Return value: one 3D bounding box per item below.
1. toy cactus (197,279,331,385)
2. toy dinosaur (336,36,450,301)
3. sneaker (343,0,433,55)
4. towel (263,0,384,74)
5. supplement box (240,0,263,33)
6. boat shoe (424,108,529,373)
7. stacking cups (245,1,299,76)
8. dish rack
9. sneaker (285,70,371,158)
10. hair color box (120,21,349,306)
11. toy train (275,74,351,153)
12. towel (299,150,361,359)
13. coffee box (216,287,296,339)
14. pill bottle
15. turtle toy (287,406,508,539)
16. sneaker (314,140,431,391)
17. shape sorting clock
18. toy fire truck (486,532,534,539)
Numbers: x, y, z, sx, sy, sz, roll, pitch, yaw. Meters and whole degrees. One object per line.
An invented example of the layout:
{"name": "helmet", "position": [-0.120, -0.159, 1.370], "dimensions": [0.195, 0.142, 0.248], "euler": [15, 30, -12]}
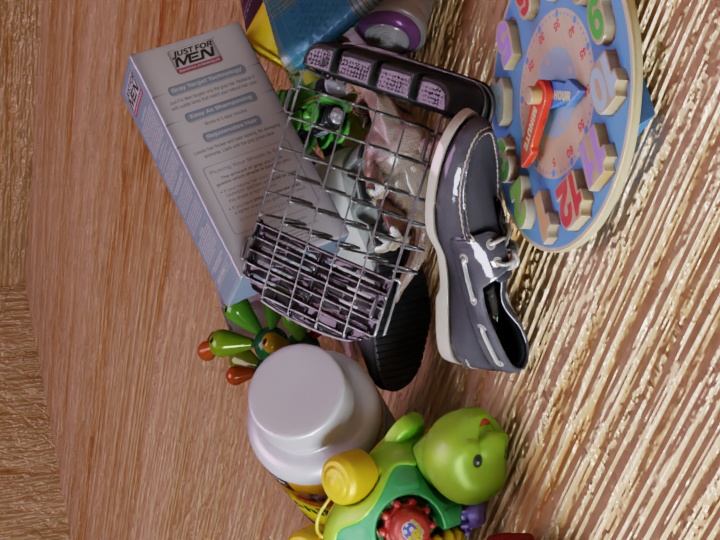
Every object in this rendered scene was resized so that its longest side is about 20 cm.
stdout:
{"name": "toy cactus", "position": [-0.066, 0.082, 1.319], "dimensions": [0.165, 0.102, 0.200], "euler": [47, 142, -4]}
{"name": "toy dinosaur", "position": [0.037, -0.083, 1.077], "dimensions": [0.136, 0.085, 0.202], "euler": [-107, 5, -59]}
{"name": "sneaker", "position": [0.021, -0.214, 1.134], "dimensions": [0.200, 0.074, 0.101], "euler": [163, 125, -71]}
{"name": "towel", "position": [0.004, -0.255, 1.053], "dimensions": [0.199, 0.022, 0.148], "euler": [-35, 50, 21]}
{"name": "supplement box", "position": [-0.058, -0.314, 1.243], "dimensions": [0.086, 0.109, 0.203], "euler": [126, 137, -60]}
{"name": "boat shoe", "position": [0.088, -0.015, 0.937], "dimensions": [0.062, 0.073, 0.202], "euler": [21, 132, 31]}
{"name": "stacking cups", "position": [-0.027, -0.260, 1.131], "dimensions": [0.202, 0.060, 0.060], "euler": [-60, 27, 4]}
{"name": "dish rack", "position": [-0.003, -0.056, 0.980], "dimensions": [0.152, 0.054, 0.203], "euler": [23, 99, 38]}
{"name": "sneaker", "position": [-0.044, -0.175, 1.277], "dimensions": [0.084, 0.073, 0.202], "euler": [114, 146, -44]}
{"name": "hair color box", "position": [-0.101, -0.086, 1.090], "dimensions": [0.202, 0.098, 0.061], "euler": [62, 155, 13]}
{"name": "toy train", "position": [-0.060, -0.125, 1.164], "dimensions": [0.199, 0.041, 0.057], "euler": [-11, 63, 62]}
{"name": "towel", "position": [-0.046, -0.045, 1.290], "dimensions": [0.191, 0.032, 0.202], "euler": [-127, 21, -54]}
{"name": "coffee box", "position": [-0.119, -0.038, 1.451], "dimensions": [0.115, 0.078, 0.203], "euler": [85, 173, -65]}
{"name": "pill bottle", "position": [-0.025, 0.136, 1.119], "dimensions": [0.201, 0.108, 0.110], "euler": [63, -171, -58]}
{"name": "turtle toy", "position": [0.041, 0.177, 1.041], "dimensions": [0.101, 0.145, 0.202], "euler": [43, 122, 30]}
{"name": "sneaker", "position": [0.000, 0.000, 1.139], "dimensions": [0.088, 0.074, 0.203], "euler": [-11, 86, 41]}
{"name": "shape sorting clock", "position": [0.124, -0.113, 0.884], "dimensions": [0.200, 0.039, 0.203], "euler": [176, 90, -69]}
{"name": "toy fire truck", "position": [0.094, 0.271, 0.952], "dimensions": [0.168, 0.110, 0.203], "euler": [-99, 11, -75]}
